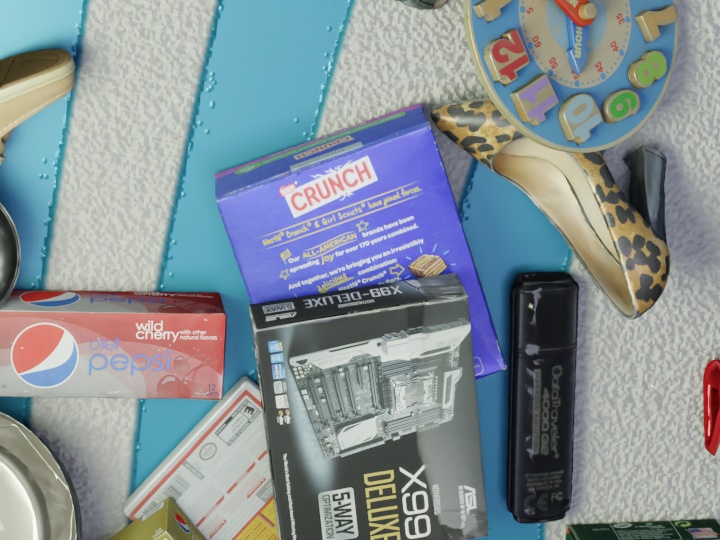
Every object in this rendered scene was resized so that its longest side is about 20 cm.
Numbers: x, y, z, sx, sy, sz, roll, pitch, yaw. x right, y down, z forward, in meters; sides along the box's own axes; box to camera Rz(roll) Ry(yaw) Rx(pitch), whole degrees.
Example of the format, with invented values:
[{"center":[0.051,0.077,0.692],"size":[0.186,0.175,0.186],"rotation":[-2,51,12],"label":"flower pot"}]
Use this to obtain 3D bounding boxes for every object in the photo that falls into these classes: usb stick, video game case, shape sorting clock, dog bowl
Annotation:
[{"center":[0.141,0.099,1.753],"size":[0.055,0.033,0.202],"rotation":[-4,106,-14],"label":"usb stick"},{"center":[-0.066,0.197,1.757],"size":[0.200,0.017,0.143],"rotation":[42,96,-16],"label":"video game case"},{"center":[0.156,-0.186,1.632],"size":[0.199,0.039,0.202],"rotation":[0,91,-31],"label":"shape sorting clock"},{"center":[-0.297,0.195,1.669],"size":[0.198,0.059,0.202],"rotation":[0,89,10],"label":"dog bowl"}]

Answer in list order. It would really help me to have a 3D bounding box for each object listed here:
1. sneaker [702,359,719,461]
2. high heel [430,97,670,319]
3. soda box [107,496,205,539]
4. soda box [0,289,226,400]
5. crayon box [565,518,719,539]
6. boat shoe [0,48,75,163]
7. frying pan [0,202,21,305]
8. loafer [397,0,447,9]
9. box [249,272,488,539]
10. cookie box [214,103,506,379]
[{"center":[0.343,0.080,1.754],"size":[0.115,0.078,0.201],"rotation":[31,98,-16],"label":"sneaker"},{"center":[0.140,-0.048,1.656],"size":[0.199,0.071,0.144],"rotation":[16,58,-17],"label":"high heel"},{"center":[-0.205,0.264,1.722],"size":[0.199,0.064,0.068],"rotation":[-35,108,10],"label":"soda box"},{"center":[-0.200,0.054,1.674],"size":[0.198,0.063,0.071],"rotation":[1,104,-9],"label":"soda box"},{"center":[0.227,0.303,1.812],"size":[0.126,0.051,0.202],"rotation":[-1,105,-8],"label":"crayon box"},{"center":[-0.285,-0.095,1.621],"size":[0.199,0.071,0.065],"rotation":[-26,112,10],"label":"boat shoe"},{"center":[-0.319,-0.041,1.591],"size":[0.115,0.031,0.191],"rotation":[-32,106,5],"label":"frying pan"},{"center":[0.079,-0.280,1.629],"size":[0.063,0.072,0.201],"rotation":[19,108,-48],"label":"loafer"},{"center":[0.008,0.112,1.651],"size":[0.156,0.050,0.202],"rotation":[-8,113,-6],"label":"box"},{"center":[0.000,0.000,1.681],"size":[0.170,0.075,0.201],"rotation":[-19,109,-2],"label":"cookie box"}]
